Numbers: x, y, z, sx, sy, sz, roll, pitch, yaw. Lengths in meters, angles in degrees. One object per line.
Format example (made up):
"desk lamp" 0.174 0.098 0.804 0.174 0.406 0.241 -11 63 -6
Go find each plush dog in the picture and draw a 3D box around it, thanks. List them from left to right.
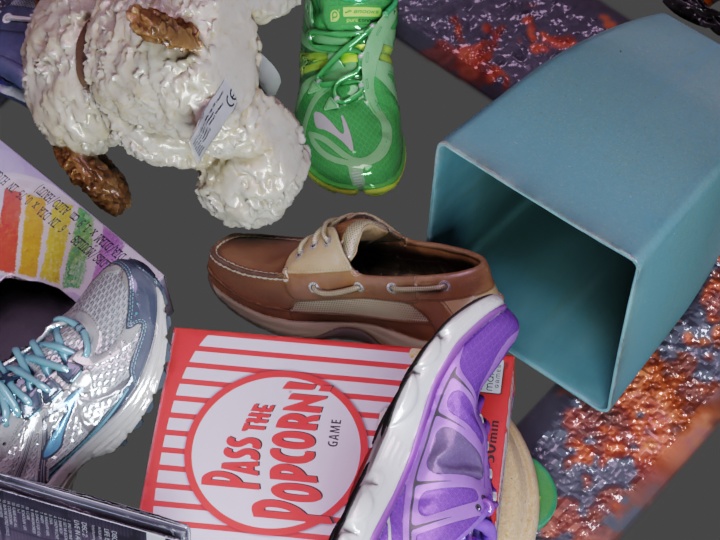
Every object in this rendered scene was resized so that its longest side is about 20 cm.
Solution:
"plush dog" -0.136 -0.124 1.546 0.171 0.160 0.201 -6 83 37

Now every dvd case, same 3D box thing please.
"dvd case" -0.186 0.165 1.410 0.199 0.149 0.016 15 47 13

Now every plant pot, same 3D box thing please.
"plant pot" 0.155 -0.053 1.532 0.141 0.142 0.200 32 56 21

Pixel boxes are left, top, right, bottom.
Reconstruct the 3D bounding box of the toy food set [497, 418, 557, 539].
"toy food set" 0.011 0.135 1.475 0.199 0.049 0.199 9 59 10

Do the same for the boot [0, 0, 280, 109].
"boot" -0.153 -0.125 1.642 0.199 0.073 0.091 22 69 25

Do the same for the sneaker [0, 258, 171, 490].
"sneaker" -0.182 0.078 1.446 0.078 0.086 0.201 36 97 48

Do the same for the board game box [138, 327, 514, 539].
"board game box" -0.019 0.115 1.432 0.199 0.046 0.152 4 58 6

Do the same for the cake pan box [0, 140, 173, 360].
"cake pan box" -0.241 0.022 1.561 0.200 0.052 0.184 39 70 24

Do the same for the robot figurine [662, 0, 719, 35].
"robot figurine" 0.280 -0.182 1.650 0.200 0.058 0.145 37 67 22

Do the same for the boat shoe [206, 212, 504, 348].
"boat shoe" 0.000 0.000 1.521 0.199 0.074 0.076 13 33 28

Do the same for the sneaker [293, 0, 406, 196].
"sneaker" -0.010 -0.136 1.624 0.074 0.084 0.201 -4 59 0

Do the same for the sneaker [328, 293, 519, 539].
"sneaker" 0.044 0.108 1.375 0.083 0.081 0.201 25 68 -1
